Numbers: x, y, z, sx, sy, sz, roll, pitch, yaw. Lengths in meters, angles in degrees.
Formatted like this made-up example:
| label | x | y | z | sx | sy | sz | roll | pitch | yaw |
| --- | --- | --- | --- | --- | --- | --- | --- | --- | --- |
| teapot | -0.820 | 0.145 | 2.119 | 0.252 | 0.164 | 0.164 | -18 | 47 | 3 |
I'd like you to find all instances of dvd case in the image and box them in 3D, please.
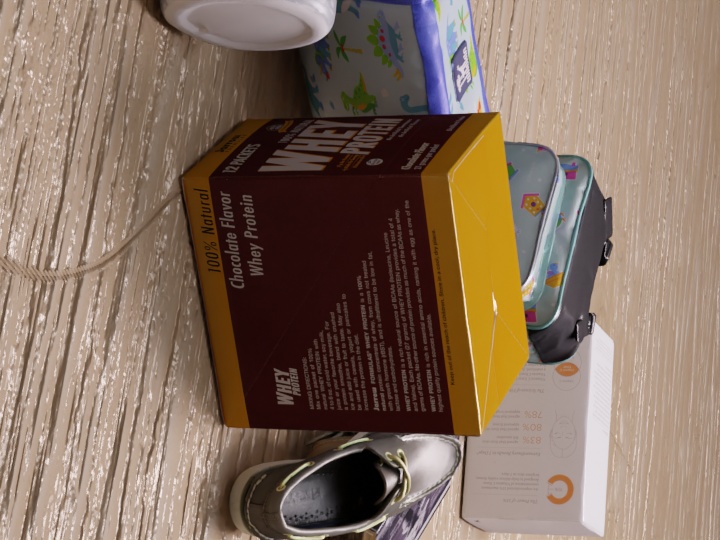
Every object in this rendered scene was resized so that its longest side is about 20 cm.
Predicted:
| label | x | y | z | sx | sy | sz | roll | pitch | yaw |
| --- | --- | --- | --- | --- | --- | --- | --- | --- | --- |
| dvd case | 0.040 | 0.192 | 1.842 | 0.149 | 0.016 | 0.200 | -56 | 166 | -26 |

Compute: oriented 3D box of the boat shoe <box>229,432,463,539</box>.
| label | x | y | z | sx | sy | sz | roll | pitch | yaw |
| --- | --- | --- | --- | --- | --- | --- | --- | --- | --- |
| boat shoe | 0.001 | 0.159 | 1.678 | 0.201 | 0.060 | 0.073 | -13 | 100 | -34 |

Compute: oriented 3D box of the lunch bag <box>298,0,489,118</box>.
| label | x | y | z | sx | sy | sz | roll | pitch | yaw |
| --- | --- | --- | --- | --- | --- | --- | --- | --- | --- |
| lunch bag | 0.029 | -0.158 | 1.716 | 0.200 | 0.127 | 0.171 | -126 | -158 | -64 |

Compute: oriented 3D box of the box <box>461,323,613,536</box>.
| label | x | y | z | sx | sy | sz | roll | pitch | yaw |
| --- | --- | --- | --- | --- | --- | --- | --- | --- | --- |
| box | 0.178 | 0.157 | 2.231 | 0.097 | 0.124 | 0.202 | 38 | 54 | -66 |

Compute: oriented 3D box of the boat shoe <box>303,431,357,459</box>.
| label | x | y | z | sx | sy | sz | roll | pitch | yaw |
| --- | --- | --- | --- | --- | --- | --- | --- | --- | --- |
| boat shoe | -0.005 | 0.147 | 1.812 | 0.200 | 0.073 | 0.063 | 45 | 40 | -76 |

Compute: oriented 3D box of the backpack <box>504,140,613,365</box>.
| label | x | y | z | sx | sy | sz | roll | pitch | yaw |
| --- | --- | --- | --- | --- | --- | --- | --- | --- | --- |
| backpack | 0.094 | -0.022 | 1.901 | 0.153 | 0.199 | 0.177 | 45 | 55 | -55 |

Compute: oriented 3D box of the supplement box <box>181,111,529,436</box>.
| label | x | y | z | sx | sy | sz | roll | pitch | yaw |
| --- | --- | --- | --- | --- | --- | --- | --- | --- | --- |
| supplement box | 0.000 | 0.000 | 1.621 | 0.133 | 0.199 | 0.199 | -50 | 135 | -60 |

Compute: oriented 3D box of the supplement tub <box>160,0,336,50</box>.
| label | x | y | z | sx | sy | sz | roll | pitch | yaw |
| --- | --- | --- | --- | --- | --- | --- | --- | --- | --- |
| supplement tub | -0.070 | -0.263 | 1.547 | 0.122 | 0.122 | 0.202 | 35 | 56 | -66 |
